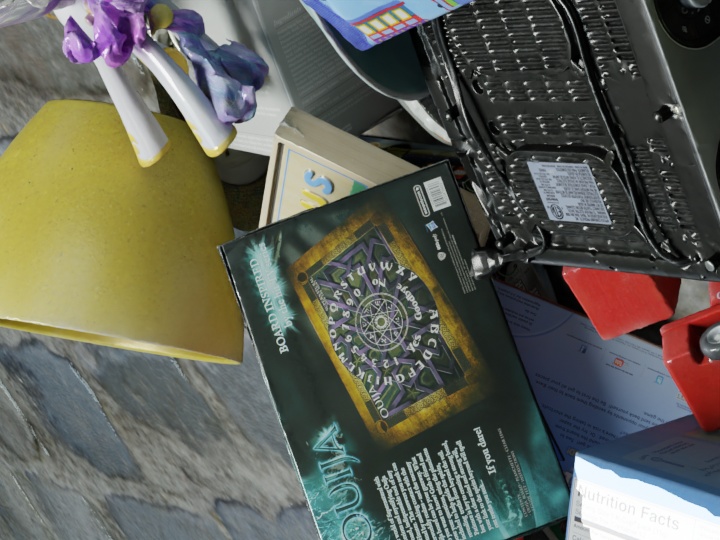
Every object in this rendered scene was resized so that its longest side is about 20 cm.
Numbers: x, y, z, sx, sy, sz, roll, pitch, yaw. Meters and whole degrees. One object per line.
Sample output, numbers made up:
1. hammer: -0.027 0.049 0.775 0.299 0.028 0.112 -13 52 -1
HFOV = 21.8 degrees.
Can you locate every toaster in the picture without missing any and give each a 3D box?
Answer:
1. toaster: 0.116 -0.095 0.856 0.199 0.118 0.182 6 125 55

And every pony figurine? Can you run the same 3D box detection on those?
1. pony figurine: -0.139 -0.151 1.018 0.200 0.167 0.193 48 160 -20

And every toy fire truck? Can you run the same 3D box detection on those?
1. toy fire truck: 0.190 0.004 0.863 0.199 0.141 0.049 -23 119 23

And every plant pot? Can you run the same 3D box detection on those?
1. plant pot: -0.160 -0.027 1.181 0.199 0.199 0.143 2 80 57

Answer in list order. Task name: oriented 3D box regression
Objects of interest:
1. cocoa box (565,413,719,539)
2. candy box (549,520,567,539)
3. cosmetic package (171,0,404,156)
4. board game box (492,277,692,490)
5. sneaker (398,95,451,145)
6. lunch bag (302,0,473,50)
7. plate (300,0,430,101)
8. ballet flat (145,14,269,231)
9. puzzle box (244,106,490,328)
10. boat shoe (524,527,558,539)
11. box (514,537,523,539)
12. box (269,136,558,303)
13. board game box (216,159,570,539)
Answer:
1. cocoa box: 0.195 0.141 0.850 0.133 0.199 0.132 14 105 38
2. candy box: 0.152 0.167 1.129 0.199 0.077 0.170 6 126 57
3. cosmetic package: -0.061 -0.171 1.094 0.106 0.090 0.201 17 131 49
4. board game box: 0.095 0.069 1.013 0.199 0.104 0.019 23 167 11
5. sneaker: 0.013 -0.149 1.015 0.201 0.074 0.079 59 170 2
6. lunch bag: 0.040 -0.217 0.791 0.094 0.201 0.150 31 149 -32
7. plate: -0.009 -0.176 0.901 0.025 0.200 0.201 -15 111 27
8. ballet flat: -0.100 -0.114 1.230 0.070 0.070 0.201 -1 116 58
9. puzzle box: 0.000 0.000 1.111 0.132 0.025 0.201 26 145 10
10. boat shoe: 0.099 0.232 1.137 0.067 0.057 0.201 34 145 39
11. box: 0.034 0.138 1.054 0.096 0.099 0.202 97 167 -61
12. box: 0.035 -0.012 1.160 0.199 0.040 0.138 11 130 53
13. board game box: 0.018 0.057 0.989 0.028 0.134 0.202 77 174 -79
